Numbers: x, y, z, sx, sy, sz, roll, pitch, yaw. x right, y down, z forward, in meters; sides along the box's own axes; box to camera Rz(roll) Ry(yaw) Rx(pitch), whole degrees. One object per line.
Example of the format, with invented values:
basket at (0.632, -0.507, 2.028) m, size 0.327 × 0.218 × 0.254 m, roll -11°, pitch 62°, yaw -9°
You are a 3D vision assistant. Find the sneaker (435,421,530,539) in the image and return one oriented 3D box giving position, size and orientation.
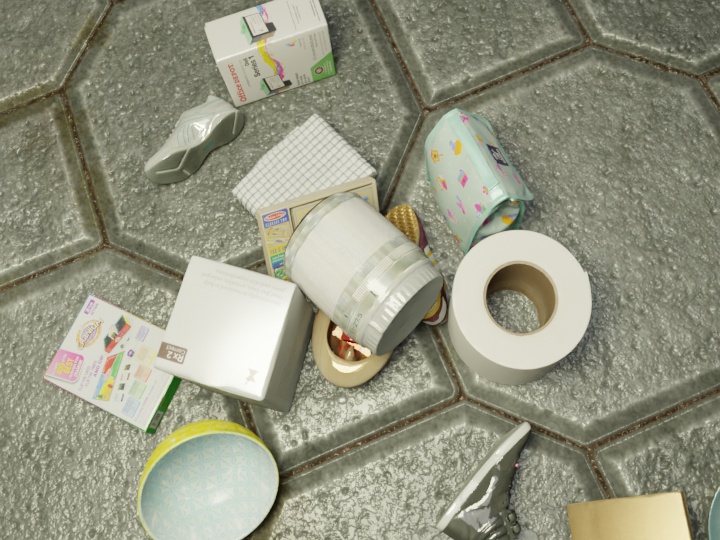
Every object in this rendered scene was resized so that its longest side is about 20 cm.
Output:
sneaker at (0.206, 0.321, 1.011) m, size 0.099 × 0.071 × 0.201 m, roll 38°, pitch 85°, yaw 13°

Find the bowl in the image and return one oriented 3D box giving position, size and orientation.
bowl at (-0.226, 0.291, 1.018) m, size 0.198 × 0.202 × 0.108 m, roll -34°, pitch 30°, yaw -7°

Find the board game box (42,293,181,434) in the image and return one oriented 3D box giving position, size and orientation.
board game box at (-0.383, 0.147, 1.123) m, size 0.197 × 0.040 × 0.155 m, roll 24°, pitch 76°, yaw 11°

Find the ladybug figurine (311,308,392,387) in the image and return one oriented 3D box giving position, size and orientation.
ladybug figurine at (-0.003, 0.087, 1.095) m, size 0.133 × 0.072 × 0.203 m, roll 17°, pitch 74°, yaw 11°

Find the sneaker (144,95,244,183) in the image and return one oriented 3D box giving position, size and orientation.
sneaker at (-0.300, -0.228, 1.227) m, size 0.200 × 0.071 × 0.080 m, roll -41°, pitch 65°, yaw -15°

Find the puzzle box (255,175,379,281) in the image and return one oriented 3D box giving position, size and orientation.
puzzle box at (-0.058, -0.058, 1.097) m, size 0.197 × 0.136 × 0.025 m, roll -20°, pitch 28°, yaw -20°

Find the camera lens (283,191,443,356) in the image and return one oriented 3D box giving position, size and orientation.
camera lens at (0.000, 0.000, 1.000) m, size 0.199 × 0.160 × 0.160 m, roll 41°, pitch 79°, yaw 18°

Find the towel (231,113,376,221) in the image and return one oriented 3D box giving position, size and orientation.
towel at (-0.090, -0.139, 1.170) m, size 0.165 × 0.086 × 0.200 m, roll 43°, pitch 82°, yaw 17°

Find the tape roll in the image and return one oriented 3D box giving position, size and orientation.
tape roll at (0.231, 0.059, 1.052) m, size 0.198 × 0.139 × 0.207 m, roll -1°, pitch 72°, yaw 3°

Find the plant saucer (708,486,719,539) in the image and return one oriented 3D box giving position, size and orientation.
plant saucer at (0.581, 0.361, 0.972) m, size 0.196 × 0.039 × 0.206 m, roll -1°, pitch 82°, yaw 10°

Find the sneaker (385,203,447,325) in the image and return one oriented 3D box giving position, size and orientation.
sneaker at (0.088, -0.007, 1.117) m, size 0.074 × 0.090 × 0.204 m, roll -21°, pitch 62°, yaw 20°

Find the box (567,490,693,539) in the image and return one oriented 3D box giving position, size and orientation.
box at (0.370, 0.410, 0.937) m, size 0.161 × 0.021 × 0.204 m, roll -18°, pitch 59°, yaw 30°

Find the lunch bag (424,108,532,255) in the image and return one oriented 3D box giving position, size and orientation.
lunch bag at (0.178, -0.138, 1.086) m, size 0.120 × 0.200 × 0.173 m, roll -24°, pitch 71°, yaw -3°

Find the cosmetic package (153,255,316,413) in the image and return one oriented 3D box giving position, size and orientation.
cosmetic package at (-0.174, 0.101, 1.036) m, size 0.162 × 0.200 × 0.168 m, roll 14°, pitch 75°, yaw 8°

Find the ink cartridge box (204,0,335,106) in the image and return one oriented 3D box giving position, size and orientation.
ink cartridge box at (-0.152, -0.382, 1.217) m, size 0.196 × 0.145 × 0.085 m, roll -19°, pitch 71°, yaw -2°
